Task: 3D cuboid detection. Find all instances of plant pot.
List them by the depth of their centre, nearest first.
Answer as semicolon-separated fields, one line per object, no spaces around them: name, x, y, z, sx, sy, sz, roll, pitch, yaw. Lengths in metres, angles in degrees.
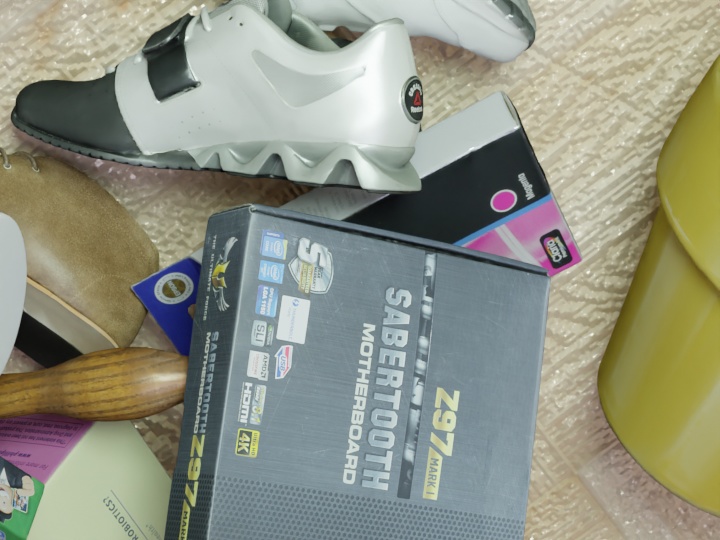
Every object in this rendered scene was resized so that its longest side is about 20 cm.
plant pot;0.215;0.016;0.926;0.199;0.202;0.190;16;127;-21

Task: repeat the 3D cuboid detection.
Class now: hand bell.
hand bell;-0.163;0.058;0.847;0.198;0.104;0.105;-5;119;13

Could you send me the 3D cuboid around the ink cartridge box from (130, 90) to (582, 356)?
ink cartridge box;0.000;0.000;0.888;0.199;0.037;0.095;-26;132;7

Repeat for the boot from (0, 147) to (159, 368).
boot;-0.180;-0.032;0.871;0.200;0.073;0.076;40;65;-21

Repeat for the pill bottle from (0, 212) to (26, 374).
pill bottle;-0.248;-0.002;0.787;0.198;0.111;0.112;12;115;11

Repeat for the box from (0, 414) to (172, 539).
box;-0.159;0.191;0.898;0.201;0.096;0.177;-54;126;-33

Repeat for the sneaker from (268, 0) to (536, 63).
sneaker;-0.008;-0.145;0.858;0.199;0.075;0.087;26;122;-20

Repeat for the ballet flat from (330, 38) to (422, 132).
ballet flat;0.021;-0.028;0.916;0.066;0.057;0.201;-35;124;1

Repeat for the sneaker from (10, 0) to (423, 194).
sneaker;-0.064;-0.087;0.837;0.198;0.074;0.090;6;97;19

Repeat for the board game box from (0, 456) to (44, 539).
board game box;-0.247;0.091;0.787;0.199;0.029;0.134;-23;131;38

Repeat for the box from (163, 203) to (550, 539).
box;-0.001;0.084;0.820;0.156;0.051;0.202;13;81;-28
